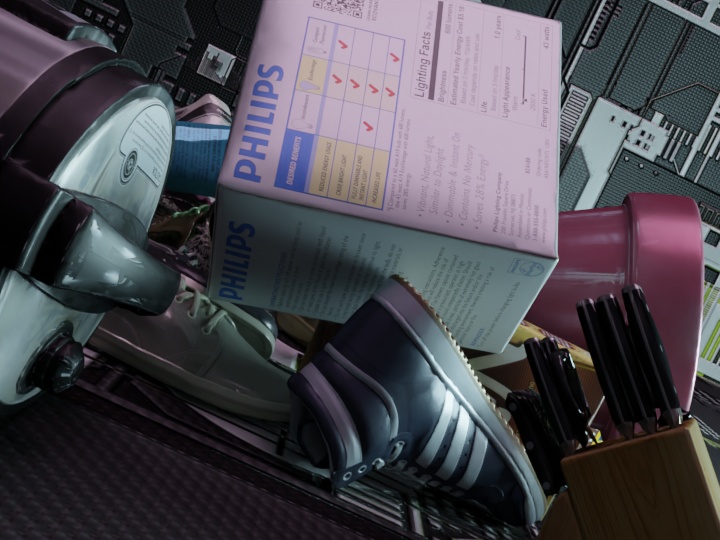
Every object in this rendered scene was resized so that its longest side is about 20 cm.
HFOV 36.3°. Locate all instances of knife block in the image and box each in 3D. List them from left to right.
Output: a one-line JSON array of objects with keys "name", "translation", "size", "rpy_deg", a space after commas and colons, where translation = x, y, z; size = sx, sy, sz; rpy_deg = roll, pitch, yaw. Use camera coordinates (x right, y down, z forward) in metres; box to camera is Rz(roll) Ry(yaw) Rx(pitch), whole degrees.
[{"name": "knife block", "translation": [0.162, 0.114, 0.573], "size": [0.199, 0.177, 0.064], "rpy_deg": [28, 8, 20]}]

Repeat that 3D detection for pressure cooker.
[{"name": "pressure cooker", "translation": [-0.173, -0.033, 0.491], "size": [0.199, 0.179, 0.176], "rpy_deg": [26, 37, 6]}]

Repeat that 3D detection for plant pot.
[{"name": "plant pot", "translation": [0.165, 0.034, 0.872], "size": [0.177, 0.202, 0.200], "rpy_deg": [6, 4, 7]}]

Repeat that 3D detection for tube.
[{"name": "tube", "translation": [-0.154, -0.095, 0.901], "size": [0.198, 0.078, 0.050], "rpy_deg": [7, -16, -13]}]

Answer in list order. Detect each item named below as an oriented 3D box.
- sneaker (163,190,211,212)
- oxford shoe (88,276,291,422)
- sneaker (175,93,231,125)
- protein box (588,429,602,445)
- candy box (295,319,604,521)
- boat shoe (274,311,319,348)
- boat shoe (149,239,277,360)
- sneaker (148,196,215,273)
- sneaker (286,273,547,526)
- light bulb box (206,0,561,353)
[{"name": "sneaker", "translation": [-0.198, -0.038, 0.951], "size": [0.199, 0.079, 0.096], "rpy_deg": [21, 30, -34]}, {"name": "oxford shoe", "translation": [-0.113, 0.036, 0.679], "size": [0.199, 0.058, 0.075], "rpy_deg": [27, 4, -2]}, {"name": "sneaker", "translation": [-0.200, -0.109, 1.034], "size": [0.199, 0.088, 0.076], "rpy_deg": [-9, -27, 25]}, {"name": "protein box", "translation": [0.208, 0.083, 1.171], "size": [0.198, 0.136, 0.200], "rpy_deg": [30, 8, 30]}, {"name": "candy box", "translation": [0.062, 0.074, 0.769], "size": [0.199, 0.117, 0.056], "rpy_deg": [25, 7, 2]}, {"name": "boat shoe", "translation": [0.008, 0.058, 0.924], "size": [0.073, 0.064, 0.200], "rpy_deg": [18, 10, -46]}, {"name": "boat shoe", "translation": [-0.137, -0.003, 0.752], "size": [0.199, 0.063, 0.073], "rpy_deg": [24, -39, 13]}, {"name": "sneaker", "translation": [-0.121, -0.021, 0.859], "size": [0.077, 0.089, 0.200], "rpy_deg": [24, 16, -34]}, {"name": "sneaker", "translation": [0.031, 0.108, 0.664], "size": [0.201, 0.108, 0.070], "rpy_deg": [57, -13, -29]}, {"name": "light bulb box", "translation": [0.017, -0.074, 0.709], "size": [0.198, 0.199, 0.125], "rpy_deg": [12, -34, -5]}]
